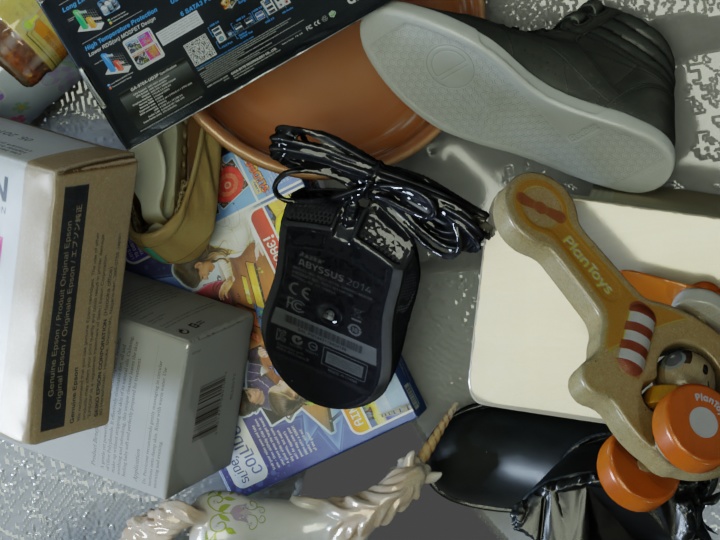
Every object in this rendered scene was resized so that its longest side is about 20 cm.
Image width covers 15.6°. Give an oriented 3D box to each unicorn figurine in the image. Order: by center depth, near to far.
[{"bbox_3d":[-0.039,0.157,1.604,0.199,0.137,0.074,-9,66,-23],"label":"unicorn figurine"}]

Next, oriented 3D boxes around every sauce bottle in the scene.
[{"bbox_3d":[-0.149,-0.198,1.532,0.066,0.066,0.200,40,87,4],"label":"sauce bottle"}]

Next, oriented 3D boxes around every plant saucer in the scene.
[{"bbox_3d":[-0.025,-0.150,1.566,0.199,0.037,0.201,2,78,-7],"label":"plant saucer"}]

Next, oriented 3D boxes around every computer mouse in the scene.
[{"bbox_3d":[0.000,0.000,1.546,0.138,0.053,0.200,25,135,9],"label":"computer mouse"}]

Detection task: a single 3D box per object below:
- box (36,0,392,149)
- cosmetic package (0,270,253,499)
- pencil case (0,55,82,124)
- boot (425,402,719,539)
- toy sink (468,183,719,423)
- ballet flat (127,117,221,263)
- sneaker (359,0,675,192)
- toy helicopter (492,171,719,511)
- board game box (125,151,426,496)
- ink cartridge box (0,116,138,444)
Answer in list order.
[{"bbox_3d":[-0.087,-0.185,1.476,0.199,0.046,0.159,-30,113,2],"label":"box"},{"bbox_3d":[-0.177,0.054,1.616,0.199,0.085,0.108,19,111,23],"label":"cosmetic package"},{"bbox_3d":[-0.238,-0.120,1.624,0.200,0.091,0.083,-40,47,17],"label":"pencil case"},{"bbox_3d":[0.121,0.128,1.547,0.197,0.162,0.074,3,101,13],"label":"boot"},{"bbox_3d":[0.172,0.020,1.545,0.199,0.112,0.131,7,100,6],"label":"toy sink"},{"bbox_3d":[-0.112,-0.106,1.589,0.068,0.063,0.201,-2,83,25],"label":"ballet flat"},{"bbox_3d":[0.098,-0.124,1.539,0.199,0.099,0.071,24,136,-4],"label":"sneaker"},{"bbox_3d":[0.152,0.024,1.443,0.200,0.132,0.079,51,145,5],"label":"toy helicopter"},{"bbox_3d":[-0.062,0.027,1.636,0.135,0.034,0.201,-25,92,15],"label":"board game box"},{"bbox_3d":[-0.233,-0.007,1.531,0.199,0.075,0.166,17,108,34],"label":"ink cartridge box"}]
